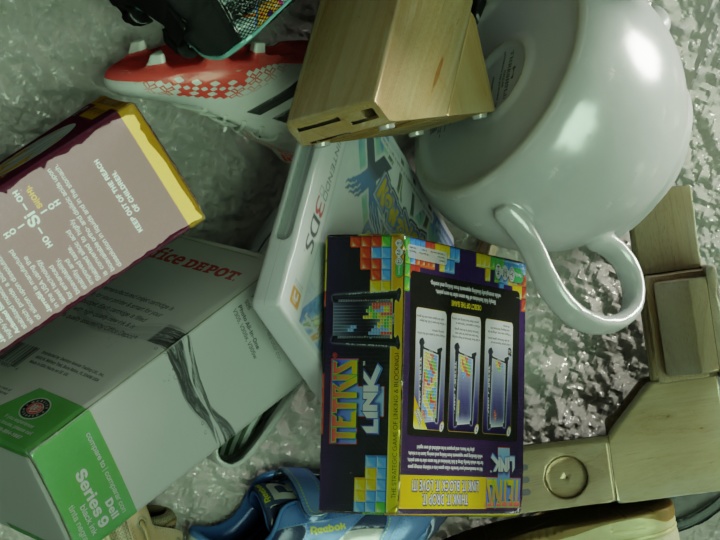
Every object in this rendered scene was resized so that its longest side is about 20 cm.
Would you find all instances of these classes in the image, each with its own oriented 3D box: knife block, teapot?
[{"bbox_3d":[0.015,-0.169,1.630,0.200,0.064,0.176,-12,88,-59],"label":"knife block"},{"bbox_3d":[0.139,-0.084,1.702,0.146,0.197,0.200,31,95,-26],"label":"teapot"}]

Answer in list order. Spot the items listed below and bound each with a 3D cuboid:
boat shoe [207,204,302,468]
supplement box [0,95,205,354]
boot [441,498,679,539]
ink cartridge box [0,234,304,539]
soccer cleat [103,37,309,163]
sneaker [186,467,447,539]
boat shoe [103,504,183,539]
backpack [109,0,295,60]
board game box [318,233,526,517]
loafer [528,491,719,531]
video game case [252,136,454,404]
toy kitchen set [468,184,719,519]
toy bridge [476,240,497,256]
[{"bbox_3d":[-0.046,0.038,1.734,0.073,0.067,0.200,21,97,-26],"label":"boat shoe"},{"bbox_3d":[-0.206,-0.016,1.622,0.200,0.110,0.086,-34,102,-9],"label":"supplement box"},{"bbox_3d":[0.128,0.243,1.817,0.200,0.073,0.156,-13,98,10],"label":"boot"},{"bbox_3d":[-0.147,0.069,1.631,0.200,0.146,0.084,-37,120,-26],"label":"ink cartridge box"},{"bbox_3d":[-0.063,-0.107,1.682,0.200,0.069,0.085,-6,109,-27],"label":"soccer cleat"},{"bbox_3d":[-0.025,0.164,1.779,0.200,0.074,0.082,-29,112,-13],"label":"sneaker"},{"bbox_3d":[-0.143,0.178,1.735,0.064,0.071,0.200,-28,112,-13],"label":"boat shoe"},{"bbox_3d":[-0.065,-0.240,1.583,0.200,0.176,0.153,-32,119,-15],"label":"backpack"},{"bbox_3d":[0.041,0.068,1.661,0.200,0.057,0.166,13,79,-65],"label":"board game box"},{"bbox_3d":[0.198,0.146,1.864,0.200,0.073,0.072,-41,113,-7],"label":"loafer"},{"bbox_3d":[0.000,0.000,1.668,0.200,0.022,0.182,57,39,-49],"label":"video game case"},{"bbox_3d":[0.146,0.054,1.759,0.180,0.163,0.200,-8,90,4],"label":"toy kitchen set"},{"bbox_3d":[0.127,-0.048,1.799,0.200,0.027,0.067,-46,114,-3],"label":"toy bridge"}]
